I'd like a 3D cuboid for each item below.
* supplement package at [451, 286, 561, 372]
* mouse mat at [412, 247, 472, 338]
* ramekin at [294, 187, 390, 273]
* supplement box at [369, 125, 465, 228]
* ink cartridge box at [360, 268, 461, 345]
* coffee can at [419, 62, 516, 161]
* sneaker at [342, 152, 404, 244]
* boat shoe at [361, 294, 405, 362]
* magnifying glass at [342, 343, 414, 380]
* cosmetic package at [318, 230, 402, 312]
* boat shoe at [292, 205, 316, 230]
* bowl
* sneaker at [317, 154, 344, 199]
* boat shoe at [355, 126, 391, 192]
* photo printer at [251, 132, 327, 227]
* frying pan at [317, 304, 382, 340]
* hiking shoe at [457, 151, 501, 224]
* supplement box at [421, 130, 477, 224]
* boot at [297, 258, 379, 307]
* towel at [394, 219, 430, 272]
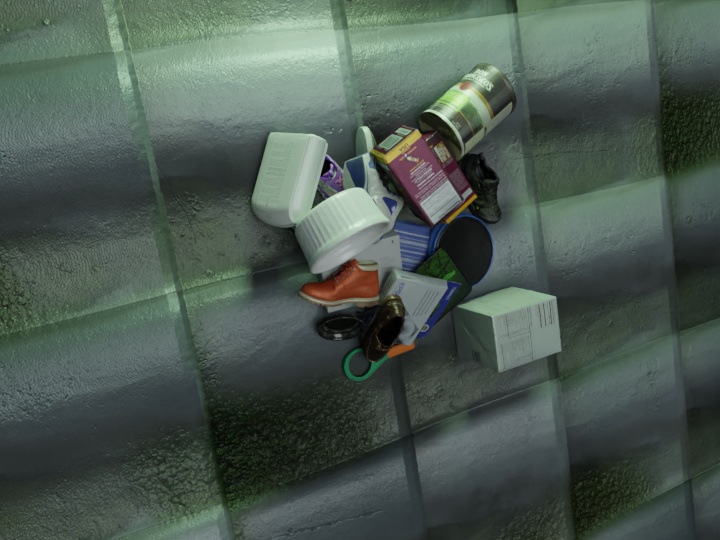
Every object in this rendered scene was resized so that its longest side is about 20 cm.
[{"bbox_3d":[0.372,0.146,1.679,0.197,0.191,0.150,-14,102,-22],"label":"supplement package"},{"bbox_3d":[0.176,0.059,1.652,0.200,0.008,0.161,-41,117,-1],"label":"mouse mat"},{"bbox_3d":[-0.044,-0.087,1.387,0.199,0.201,0.098,-29,80,-19],"label":"ramekin"},{"bbox_3d":[0.127,-0.214,1.477,0.103,0.131,0.201,-38,111,-1],"label":"supplement box"},{"bbox_3d":[0.124,0.097,1.579,0.197,0.041,0.201,10,126,-26],"label":"ink cartridge box"},{"bbox_3d":[0.262,-0.385,1.598,0.200,0.146,0.147,-43,110,-14],"label":"coffee can"},{"bbox_3d":[0.035,-0.171,1.499,0.114,0.080,0.202,-26,106,-44],"label":"sneaker"},{"bbox_3d":[0.053,0.151,1.530,0.069,0.071,0.202,4,131,-17],"label":"boat shoe"},{"bbox_3d":[0.046,0.215,1.634,0.197,0.022,0.081,-17,102,-20],"label":"magnifying glass"},{"bbox_3d":[0.000,0.000,1.540,0.197,0.052,0.153,-13,118,-14],"label":"cosmetic package"},{"bbox_3d":[-0.064,-0.112,1.526,0.197,0.060,0.077,-1,96,-24],"label":"boat shoe"},{"bbox_3d":[0.260,-0.048,1.692,0.198,0.039,0.204,-3,97,-24],"label":"bowl"},{"bbox_3d":[-0.066,-0.213,1.500,0.199,0.088,0.081,36,79,-24],"label":"sneaker"},{"bbox_3d":[0.035,-0.244,1.557,0.063,0.071,0.203,-18,110,-21],"label":"boat shoe"},{"bbox_3d":[-0.160,-0.194,1.419,0.069,0.165,0.203,16,88,-43],"label":"photo printer"},{"bbox_3d":[-0.033,0.113,1.515,0.113,0.191,0.031,5,55,-19],"label":"frying pan"},{"bbox_3d":[0.315,-0.205,1.666,0.075,0.100,0.202,-35,108,-16],"label":"hiking shoe"},{"bbox_3d":[0.182,-0.228,1.612,0.110,0.085,0.201,-41,110,-14],"label":"supplement box"},{"bbox_3d":[-0.046,0.024,1.470,0.197,0.075,0.109,-1,110,-28],"label":"boot"},{"bbox_3d":[0.095,-0.024,1.630,0.143,0.024,0.203,9,94,-24],"label":"towel"}]
